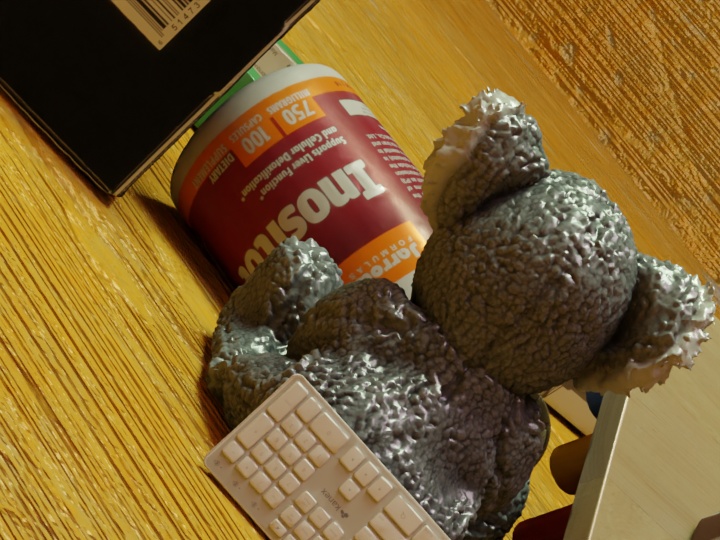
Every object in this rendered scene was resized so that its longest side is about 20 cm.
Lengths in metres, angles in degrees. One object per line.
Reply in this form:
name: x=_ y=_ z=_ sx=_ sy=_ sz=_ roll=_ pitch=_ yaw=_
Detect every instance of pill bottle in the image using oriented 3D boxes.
pill bottle: x=0.000 y=0.000 z=1.420 sx=0.200 sy=0.113 sz=0.113 roll=51 pitch=11 yaw=21

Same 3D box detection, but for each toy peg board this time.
toy peg board: x=0.155 y=0.145 z=1.367 sx=0.200 sy=0.098 sz=0.200 roll=42 pitch=46 yaw=-26

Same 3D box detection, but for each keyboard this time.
keyboard: x=0.020 y=0.135 z=1.168 sx=0.200 sy=0.056 sz=0.011 roll=48 pitch=-2 yaw=1

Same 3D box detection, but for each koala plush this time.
koala plush: x=0.049 y=0.034 z=1.252 sx=0.177 sy=0.200 sz=0.184 roll=47 pitch=11 yaw=-5

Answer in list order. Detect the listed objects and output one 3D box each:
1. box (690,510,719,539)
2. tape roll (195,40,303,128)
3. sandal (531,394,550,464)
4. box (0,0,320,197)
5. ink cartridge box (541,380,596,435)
box: x=0.175 y=0.201 z=1.234 sx=0.100 sy=0.075 sz=0.200 roll=48 pitch=46 yaw=-18
tape roll: x=-0.059 y=-0.102 z=1.734 sx=0.200 sy=0.048 sz=0.201 roll=46 pitch=11 yaw=-11
sandal: x=0.026 y=0.032 z=1.521 sx=0.200 sy=0.082 sz=0.055 roll=45 pitch=-6 yaw=-5
box: x=-0.085 y=-0.160 z=1.422 sx=0.124 sy=0.200 sz=0.197 roll=46 pitch=10 yaw=-5
ink cartridge box: x=0.134 y=0.026 z=1.945 sx=0.200 sy=0.083 sz=0.145 roll=39 pitch=14 yaw=-37
